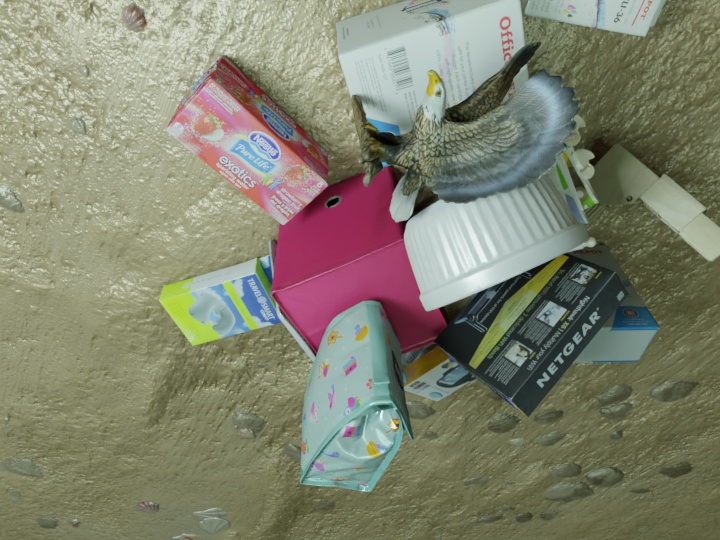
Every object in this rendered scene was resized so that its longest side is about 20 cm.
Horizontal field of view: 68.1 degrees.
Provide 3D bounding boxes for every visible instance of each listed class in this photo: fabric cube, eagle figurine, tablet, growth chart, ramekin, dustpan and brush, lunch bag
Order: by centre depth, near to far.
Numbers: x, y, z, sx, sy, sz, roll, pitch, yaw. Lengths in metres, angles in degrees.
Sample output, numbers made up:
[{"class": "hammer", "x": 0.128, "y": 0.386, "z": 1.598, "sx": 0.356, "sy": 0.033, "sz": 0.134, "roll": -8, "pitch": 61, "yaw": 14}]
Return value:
[{"class": "eagle figurine", "x": 0.094, "y": -0.139, "z": 0.527, "sx": 0.199, "sy": 0.151, "sz": 0.152, "roll": -9, "pitch": 87, "yaw": 4}, {"class": "ramekin", "x": 0.146, "y": -0.040, "z": 0.618, "sx": 0.200, "sy": 0.200, "sz": 0.105, "roll": -25, "pitch": 85, "yaw": 14}, {"class": "growth chart", "x": 0.224, "y": -0.106, "z": 0.674, "sx": 0.144, "sy": 0.018, "sz": 0.200, "roll": -11, "pitch": 100, "yaw": 33}, {"class": "lunch bag", "x": -0.002, "y": 0.160, "z": 0.689, "sx": 0.122, "sy": 0.171, "sz": 0.200, "roll": 13, "pitch": 128, "yaw": -14}, {"class": "fabric cube", "x": 0.000, "y": 0.000, "z": 0.798, "sx": 0.196, "sy": 0.200, "sz": 0.200, "roll": -21, "pitch": 127, "yaw": 13}, {"class": "tablet", "x": -0.101, "y": 0.047, "z": 0.825, "sx": 0.014, "sy": 0.200, "sz": 0.130, "roll": -27, "pitch": 126, "yaw": 5}, {"class": "dustpan and brush", "x": 0.133, "y": 0.139, "z": 1.005, "sx": 0.139, "sy": 0.057, "sz": 0.200, "roll": 20, "pitch": 124, "yaw": -19}]

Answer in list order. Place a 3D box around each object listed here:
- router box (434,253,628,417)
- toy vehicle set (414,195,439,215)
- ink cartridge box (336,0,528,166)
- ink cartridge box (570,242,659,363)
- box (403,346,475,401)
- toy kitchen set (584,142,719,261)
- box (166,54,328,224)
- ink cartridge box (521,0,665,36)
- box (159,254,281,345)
[{"class": "router box", "x": 0.215, "y": 0.064, "z": 0.695, "sx": 0.200, "sy": 0.157, "sz": 0.052, "roll": -49, "pitch": 124, "yaw": -3}, {"class": "toy vehicle set", "x": 0.200, "y": -0.099, "z": 0.837, "sx": 0.200, "sy": 0.027, "sz": 0.124, "roll": -36, "pitch": 117, "yaw": 21}, {"class": "ink cartridge box", "x": 0.086, "y": -0.242, "z": 0.648, "sx": 0.200, "sy": 0.145, "sz": 0.147, "roll": -14, "pitch": 127, "yaw": 7}, {"class": "ink cartridge box", "x": 0.357, "y": 0.048, "z": 0.866, "sx": 0.144, "sy": 0.200, "sz": 0.085, "roll": 0, "pitch": 132, "yaw": -4}, {"class": "box", "x": 0.163, "y": 0.187, "z": 1.008, "sx": 0.119, "sy": 0.042, "sz": 0.200, "roll": 27, "pitch": 123, "yaw": -39}, {"class": "toy kitchen set", "x": 0.418, "y": -0.058, "z": 0.816, "sx": 0.181, "sy": 0.200, "sz": 0.163, "roll": -51, "pitch": 157, "yaw": 26}, {"class": "box", "x": -0.142, "y": -0.171, "z": 0.715, "sx": 0.095, "sy": 0.100, "sz": 0.200, "roll": -37, "pitch": 122, "yaw": 22}, {"class": "ink cartridge box", "x": 0.296, "y": -0.353, "z": 0.628, "sx": 0.199, "sy": 0.068, "sz": 0.117, "roll": 5, "pitch": 128, "yaw": -9}, {"class": "box", "x": -0.224, "y": 0.054, "z": 0.919, "sx": 0.200, "sy": 0.048, "sz": 0.122, "roll": -16, "pitch": 128, "yaw": 9}]
